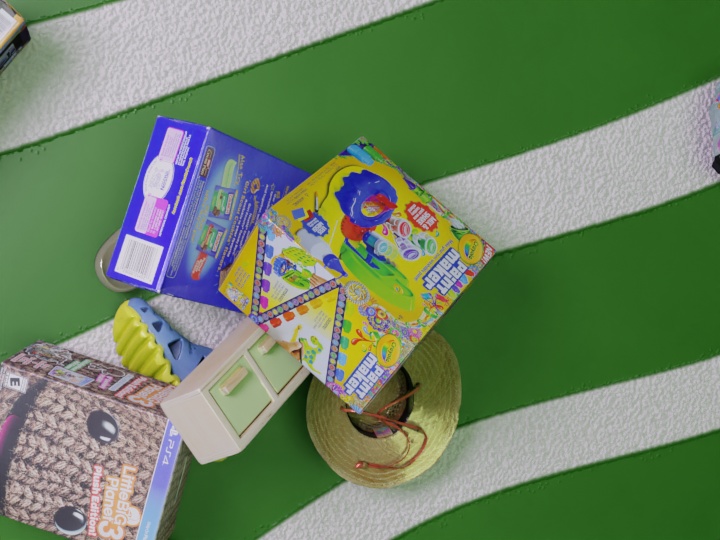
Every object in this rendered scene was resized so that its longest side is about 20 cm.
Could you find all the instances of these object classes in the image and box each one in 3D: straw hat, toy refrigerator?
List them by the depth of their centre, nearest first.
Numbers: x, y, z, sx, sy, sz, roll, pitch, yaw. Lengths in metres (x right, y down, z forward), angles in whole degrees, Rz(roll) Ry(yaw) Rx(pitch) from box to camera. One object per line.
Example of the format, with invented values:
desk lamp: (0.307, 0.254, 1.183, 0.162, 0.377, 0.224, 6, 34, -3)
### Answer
toy refrigerator: (-0.106, 0.100, 1.185, 0.076, 0.070, 0.200, 58, 40, -12)
straw hat: (0.015, 0.138, 1.329, 0.199, 0.085, 0.203, -6, 107, -19)

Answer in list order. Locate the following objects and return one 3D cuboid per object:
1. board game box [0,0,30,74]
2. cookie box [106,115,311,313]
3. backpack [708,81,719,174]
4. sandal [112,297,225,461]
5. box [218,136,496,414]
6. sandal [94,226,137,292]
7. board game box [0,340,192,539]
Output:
board game box: (-0.411, -0.181, 1.156, 0.057, 0.165, 0.201, 40, 84, -15)
cookie box: (-0.151, -0.049, 1.221, 0.075, 0.200, 0.173, 17, 89, 30)
backpack: (0.517, -0.171, 1.412, 0.198, 0.167, 0.128, 3, 74, -11)
sandal: (-0.194, 0.111, 1.290, 0.201, 0.079, 0.087, 54, 50, -7)
box: (0.000, 0.000, 1.195, 0.192, 0.122, 0.200, 40, 41, 4)
sandal: (-0.203, -0.053, 1.272, 0.080, 0.057, 0.201, 43, 79, -14)
board game box: (-0.278, 0.186, 1.211, 0.198, 0.097, 0.161, 17, 101, 4)
